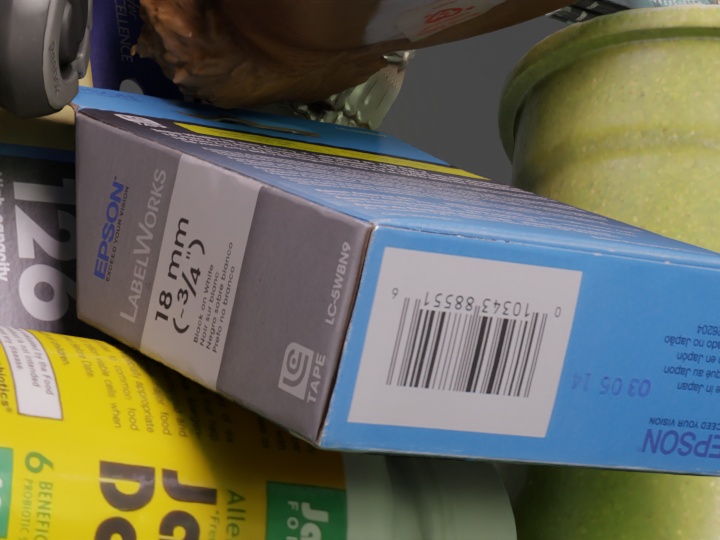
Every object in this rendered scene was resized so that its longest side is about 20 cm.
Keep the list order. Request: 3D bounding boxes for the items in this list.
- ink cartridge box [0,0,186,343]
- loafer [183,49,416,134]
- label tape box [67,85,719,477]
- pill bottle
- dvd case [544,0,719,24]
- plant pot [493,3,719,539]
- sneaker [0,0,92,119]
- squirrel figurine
[{"bbox_3d":[-0.130,-0.054,0.796,0.199,0.047,0.198,3,63,-28],"label":"ink cartridge box"},{"bbox_3d":[-0.005,-0.103,0.881,0.072,0.063,0.201,36,50,-21],"label":"loafer"},{"bbox_3d":[0.000,0.000,0.733,0.144,0.200,0.064,7,99,-35],"label":"label tape box"},{"bbox_3d":[-0.061,0.079,0.724,0.199,0.113,0.113,11,61,-27],"label":"pill bottle"},{"bbox_3d":[0.114,-0.146,0.968,0.200,0.022,0.147,9,59,-52],"label":"dvd case"},{"bbox_3d":[0.119,0.045,0.820,0.200,0.200,0.185,25,66,-18],"label":"plant pot"},{"bbox_3d":[-0.114,-0.127,0.772,0.079,0.076,0.200,2,42,4],"label":"sneaker"},{"bbox_3d":[-0.016,-0.157,0.774,0.141,0.200,0.187,-9,76,-43],"label":"squirrel figurine"}]
